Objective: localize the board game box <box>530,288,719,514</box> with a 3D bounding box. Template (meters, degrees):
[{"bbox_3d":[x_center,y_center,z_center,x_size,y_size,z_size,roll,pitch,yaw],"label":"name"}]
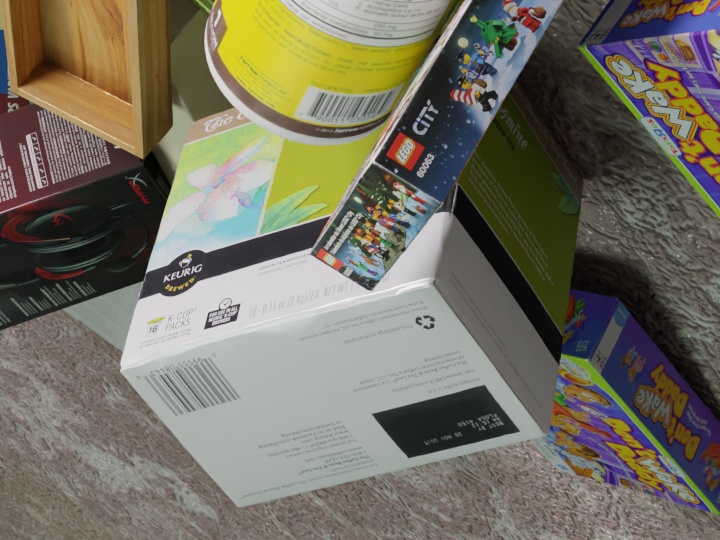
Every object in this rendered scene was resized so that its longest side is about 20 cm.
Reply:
[{"bbox_3d":[0.142,0.075,1.517,0.134,0.045,0.200,12,156,41],"label":"board game box"}]

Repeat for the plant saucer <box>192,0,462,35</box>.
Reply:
[{"bbox_3d":[-0.050,-0.176,1.334,0.200,0.048,0.200,42,158,-13],"label":"plant saucer"}]

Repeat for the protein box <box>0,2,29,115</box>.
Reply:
[{"bbox_3d":[-0.348,-0.124,1.655,0.198,0.135,0.200,2,170,-22],"label":"protein box"}]

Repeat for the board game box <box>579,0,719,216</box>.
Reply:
[{"bbox_3d":[0.215,-0.058,1.154,0.200,0.045,0.134,47,157,-24],"label":"board game box"}]

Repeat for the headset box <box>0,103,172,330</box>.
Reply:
[{"bbox_3d":[-0.220,-0.035,1.578,0.149,0.200,0.075,62,-169,-62],"label":"headset box"}]

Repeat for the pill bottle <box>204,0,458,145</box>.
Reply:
[{"bbox_3d":[0.001,-0.158,1.169,0.109,0.109,0.200,35,139,3],"label":"pill bottle"}]

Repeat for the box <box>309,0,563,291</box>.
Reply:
[{"bbox_3d":[0.052,-0.097,1.130,0.038,0.200,0.137,32,158,-3],"label":"box"}]

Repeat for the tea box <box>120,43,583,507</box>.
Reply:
[{"bbox_3d":[0.000,0.000,1.328,0.200,0.197,0.134,-16,130,26],"label":"tea box"}]

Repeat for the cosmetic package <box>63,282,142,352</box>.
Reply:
[{"bbox_3d":[-0.222,-0.019,1.915,0.151,0.052,0.200,33,159,3],"label":"cosmetic package"}]

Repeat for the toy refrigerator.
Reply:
[{"bbox_3d":[-0.096,-0.105,1.514,0.070,0.076,0.200,22,155,32],"label":"toy refrigerator"}]

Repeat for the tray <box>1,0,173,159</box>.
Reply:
[{"bbox_3d":[-0.157,-0.160,1.369,0.099,0.037,0.200,27,146,17],"label":"tray"}]
